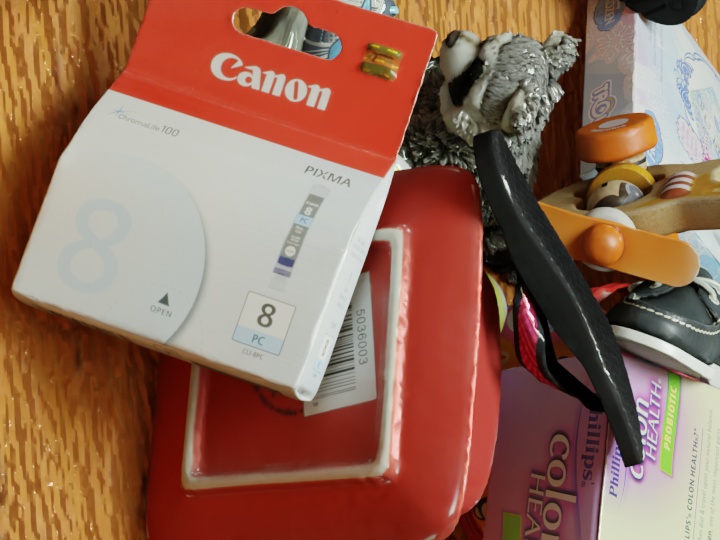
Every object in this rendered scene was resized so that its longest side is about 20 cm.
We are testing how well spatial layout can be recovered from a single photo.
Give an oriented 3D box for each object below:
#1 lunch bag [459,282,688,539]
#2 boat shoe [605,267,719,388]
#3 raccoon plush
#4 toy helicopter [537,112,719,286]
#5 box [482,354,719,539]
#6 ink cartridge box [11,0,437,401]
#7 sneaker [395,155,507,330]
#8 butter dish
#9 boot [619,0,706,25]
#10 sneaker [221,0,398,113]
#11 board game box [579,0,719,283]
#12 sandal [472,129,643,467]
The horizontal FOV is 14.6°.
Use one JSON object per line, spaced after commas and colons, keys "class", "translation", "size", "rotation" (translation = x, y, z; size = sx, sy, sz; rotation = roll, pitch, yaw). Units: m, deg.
{"class": "lunch bag", "translation": [0.147, 0.092, 1.696], "size": [0.199, 0.082, 0.177], "rotation": [19, 69, -41]}
{"class": "boat shoe", "translation": [0.180, 0.026, 1.595], "size": [0.200, 0.075, 0.061], "rotation": [14, 99, -79]}
{"class": "raccoon plush", "translation": [0.102, -0.071, 1.640], "size": [0.200, 0.134, 0.097], "rotation": [32, 62, -37]}
{"class": "toy helicopter", "translation": [0.174, -0.034, 1.538], "size": [0.132, 0.199, 0.079], "rotation": [-26, 108, -44]}
{"class": "box", "translation": [0.171, 0.159, 1.587], "size": [0.199, 0.096, 0.177], "rotation": [19, 70, -37]}
{"class": "ink cartridge box", "translation": [-0.067, -0.053, 1.422], "size": [0.047, 0.159, 0.201], "rotation": [37, 72, -74]}
{"class": "sneaker", "translation": [0.000, 0.000, 1.570], "size": [0.200, 0.076, 0.105], "rotation": [44, 62, -25]}
{"class": "butter dish", "translation": [0.003, 0.064, 1.488], "size": [0.148, 0.198, 0.201], "rotation": [27, 62, -52]}
{"class": "boot", "translation": [0.178, -0.266, 1.761], "size": [0.198, 0.073, 0.162], "rotation": [47, 50, 1]}
{"class": "sneaker", "translation": [-0.013, -0.133, 1.504], "size": [0.086, 0.078, 0.201], "rotation": [27, 95, -20]}
{"class": "board game box", "translation": [0.208, -0.060, 1.761], "size": [0.199, 0.043, 0.201], "rotation": [50, 28, -28]}
{"class": "sandal", "translation": [0.094, 0.018, 1.460], "size": [0.201, 0.045, 0.075], "rotation": [60, 13, -22]}
